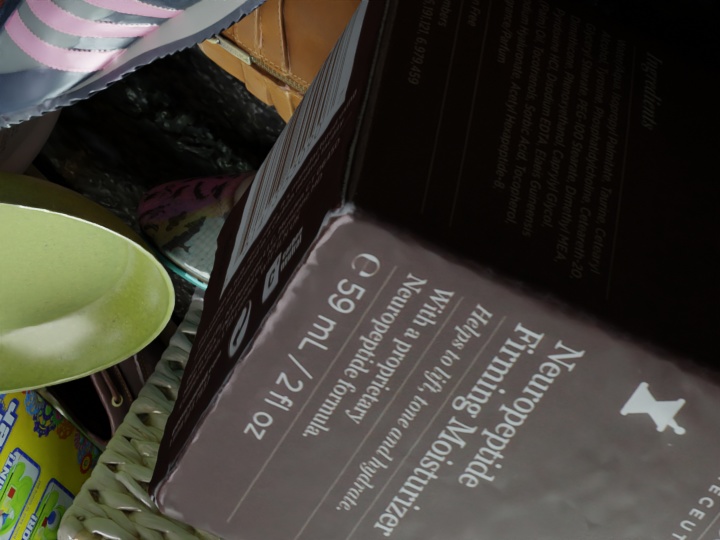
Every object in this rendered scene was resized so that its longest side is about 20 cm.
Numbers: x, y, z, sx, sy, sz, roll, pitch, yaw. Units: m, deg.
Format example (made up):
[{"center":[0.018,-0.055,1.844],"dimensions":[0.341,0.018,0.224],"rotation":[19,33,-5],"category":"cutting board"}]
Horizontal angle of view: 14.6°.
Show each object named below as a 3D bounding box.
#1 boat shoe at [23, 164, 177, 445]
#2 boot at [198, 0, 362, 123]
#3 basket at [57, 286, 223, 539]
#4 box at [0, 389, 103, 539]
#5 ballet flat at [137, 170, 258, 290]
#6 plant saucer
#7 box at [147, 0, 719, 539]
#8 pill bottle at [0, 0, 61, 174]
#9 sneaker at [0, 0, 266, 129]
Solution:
[{"center":[-0.166,0.003,1.407],"dimensions":[0.200,0.070,0.070],"rotation":[48,153,-21],"category":"boat shoe"},{"center":[0.003,-0.058,1.126],"dimensions":[0.155,0.074,0.200],"rotation":[23,138,19],"category":"boot"},{"center":[-0.036,0.143,1.390],"dimensions":[0.198,0.161,0.200],"rotation":[29,154,9],"category":"basket"},{"center":[-0.252,0.105,1.451],"dimensions":[0.200,0.122,0.193],"rotation":[18,164,23],"category":"box"},{"center":[0.000,0.000,1.237],"dimensions":[0.200,0.069,0.071],"rotation":[30,134,0],"category":"ballet flat"},{"center":[-0.182,0.003,1.241],"dimensions":[0.200,0.031,0.200],"rotation":[-3,155,-2],"category":"plant saucer"},{"center":[0.058,0.018,0.992],"dimensions":[0.200,0.164,0.166],"rotation":[24,130,-10],"category":"box"},{"center":[-0.232,-0.116,1.246],"dimensions":[0.200,0.109,0.109],"rotation":[27,152,13],"category":"pill bottle"},{"center":[-0.098,-0.116,1.060],"dimensions":[0.200,0.070,0.082],"rotation":[-22,108,40],"category":"sneaker"}]
